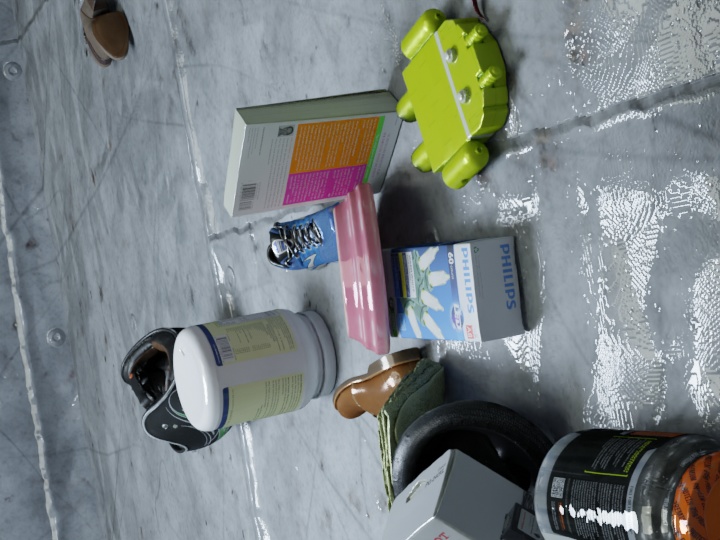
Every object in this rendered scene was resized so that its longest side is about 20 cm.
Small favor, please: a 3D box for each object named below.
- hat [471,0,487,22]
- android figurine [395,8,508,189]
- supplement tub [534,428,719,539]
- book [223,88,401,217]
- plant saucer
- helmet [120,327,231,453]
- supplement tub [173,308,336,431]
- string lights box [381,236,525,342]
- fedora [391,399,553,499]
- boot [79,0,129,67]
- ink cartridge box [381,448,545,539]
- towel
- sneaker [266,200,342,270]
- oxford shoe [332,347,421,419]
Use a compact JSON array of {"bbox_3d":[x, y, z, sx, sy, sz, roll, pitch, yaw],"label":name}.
[{"bbox_3d":[0.102,-0.406,1.227,0.200,0.175,0.166,-49,42,10],"label":"hat"},{"bbox_3d":[0.095,-0.184,1.294,0.200,0.041,0.185,-41,62,63],"label":"android figurine"},{"bbox_3d":[0.244,0.196,1.025,0.199,0.121,0.125,-10,90,65],"label":"supplement tub"},{"bbox_3d":[-0.057,-0.134,1.437,0.048,0.197,0.135,55,144,39],"label":"book"},{"bbox_3d":[0.000,0.000,1.451,0.201,0.050,0.204,173,90,-90],"label":"plant saucer"},{"bbox_3d":[-0.283,0.197,2.027,0.198,0.190,0.203,-21,54,32],"label":"helmet"},{"bbox_3d":[-0.147,0.134,1.714,0.145,0.197,0.147,31,126,56],"label":"supplement tub"},{"bbox_3d":[0.097,0.021,1.336,0.199,0.058,0.105,-4,94,64],"label":"string lights box"},{"bbox_3d":[0.128,0.207,1.276,0.092,0.197,0.203,-71,-14,-63],"label":"fedora"},{"bbox_3d":[-0.496,-0.448,2.394,0.147,0.069,0.202,112,142,-57],"label":"boot"},{"bbox_3d":[0.129,0.279,1.186,0.146,0.198,0.084,-52,9,48],"label":"ink cartridge box"},{"bbox_3d":[0.063,0.192,1.364,0.200,0.036,0.151,-37,-57,-69],"label":"towel"},{"bbox_3d":[-0.069,-0.035,1.622,0.200,0.088,0.080,-32,72,62],"label":"sneaker"},{"bbox_3d":[0.021,0.160,1.528,0.200,0.070,0.072,-41,64,59],"label":"oxford shoe"}]
